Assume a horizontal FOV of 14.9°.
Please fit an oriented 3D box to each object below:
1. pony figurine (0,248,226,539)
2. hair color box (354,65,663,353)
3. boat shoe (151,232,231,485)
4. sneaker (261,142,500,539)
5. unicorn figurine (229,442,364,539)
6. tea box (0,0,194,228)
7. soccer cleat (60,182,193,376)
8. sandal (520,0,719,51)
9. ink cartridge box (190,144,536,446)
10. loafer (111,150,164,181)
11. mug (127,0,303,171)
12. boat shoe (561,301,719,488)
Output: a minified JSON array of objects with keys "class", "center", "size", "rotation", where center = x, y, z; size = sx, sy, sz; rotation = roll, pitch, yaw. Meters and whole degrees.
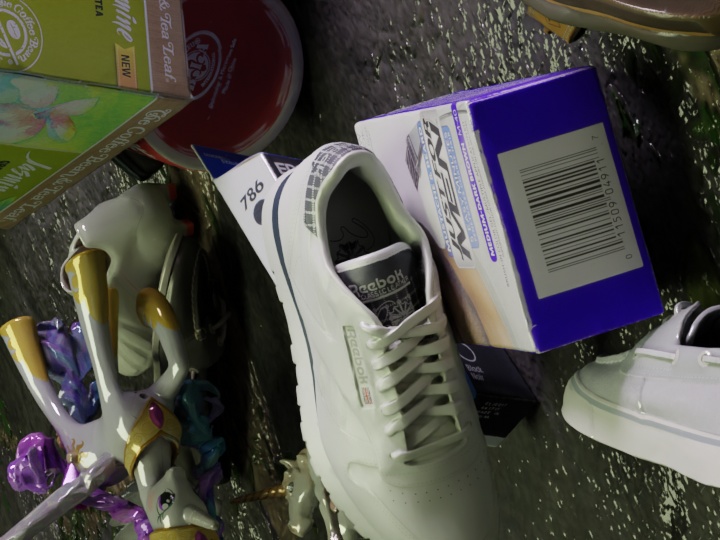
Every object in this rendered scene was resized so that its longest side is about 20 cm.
[{"class":"pony figurine","center":[-0.153,0.110,1.655],"size":[0.193,0.166,0.200],"rotation":[-39,65,50]},{"class":"hair color box","center":[0.060,-0.026,1.211],"size":[0.200,0.065,0.109],"rotation":[-178,72,-78]},{"class":"boat shoe","center":[-0.101,0.058,1.733],"size":[0.067,0.057,0.200],"rotation":[-77,-4,-49]},{"class":"sneaker","center":[0.013,0.042,1.215],"size":[0.200,0.076,0.080],"rotation":[68,158,0]},{"class":"unicorn figurine","center":[-0.007,0.127,1.520],"size":[0.200,0.074,0.137],"rotation":[105,150,-53]},{"class":"tea box","center":[-0.220,-0.121,1.403],"size":[0.200,0.197,0.134],"rotation":[-30,62,50]},{"class":"soccer cleat","center":[-0.159,0.009,1.785],"size":[0.069,0.078,0.200],"rotation":[63,158,25]},{"class":"sandal","center":[0.100,-0.120,1.094],"size":[0.200,0.082,0.055],"rotation":[30,155,51]},{"class":"ink cartridge box","center":[0.000,0.000,1.363],"size":[0.039,0.099,0.200],"rotation":[-52,53,26]},{"class":"loafer","center":[-0.156,-0.139,1.679],"size":[0.200,0.072,0.073],"rotation":[62,178,-40]},{"class":"mug","center":[-0.129,-0.147,1.536],"size":[0.200,0.133,0.178],"rotation":[27,132,57]},{"class":"boat shoe","center":[0.140,0.047,1.114],"size":[0.200,0.072,0.069],"rotation":[-160,84,-77]}]
